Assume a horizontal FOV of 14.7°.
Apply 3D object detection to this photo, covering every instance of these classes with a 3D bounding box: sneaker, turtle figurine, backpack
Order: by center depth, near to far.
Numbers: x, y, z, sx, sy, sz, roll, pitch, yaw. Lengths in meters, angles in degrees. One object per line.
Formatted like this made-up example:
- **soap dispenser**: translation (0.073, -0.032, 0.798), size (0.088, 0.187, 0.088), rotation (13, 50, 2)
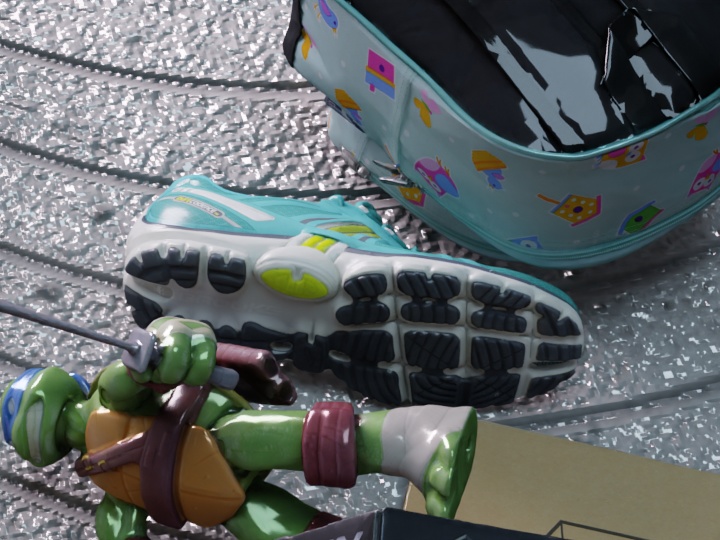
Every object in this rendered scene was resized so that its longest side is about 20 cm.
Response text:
- **turtle figurine**: translation (-0.063, 0.093, 1.044), size (0.193, 0.200, 0.145), rotation (10, 87, 11)
- **sneaker**: translation (0.000, 0.000, 1.181), size (0.199, 0.078, 0.080), rotation (14, 42, 4)
- **backpack**: translation (0.079, -0.093, 1.210), size (0.175, 0.154, 0.200), rotation (-30, 50, -25)

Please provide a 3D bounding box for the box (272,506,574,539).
- **box**: translation (0.052, 0.126, 0.937), size (0.199, 0.198, 0.050), rotation (11, 74, -23)

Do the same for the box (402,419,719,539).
- **box**: translation (0.086, 0.154, 1.096), size (0.162, 0.021, 0.201), rotation (12, 50, 2)
